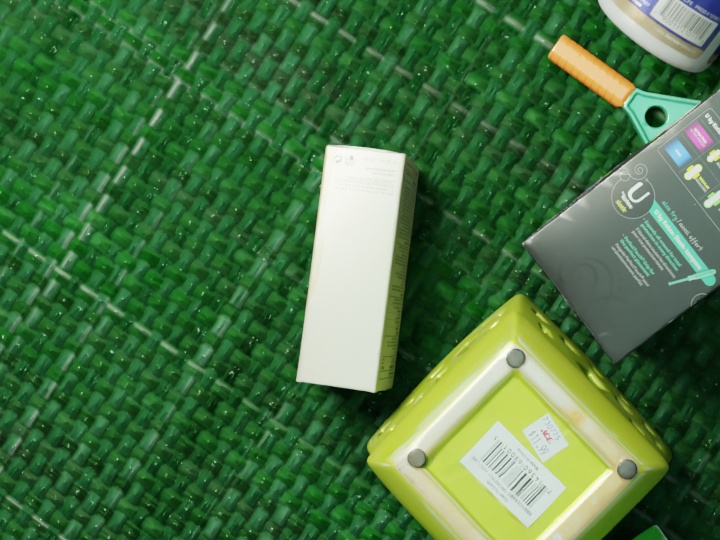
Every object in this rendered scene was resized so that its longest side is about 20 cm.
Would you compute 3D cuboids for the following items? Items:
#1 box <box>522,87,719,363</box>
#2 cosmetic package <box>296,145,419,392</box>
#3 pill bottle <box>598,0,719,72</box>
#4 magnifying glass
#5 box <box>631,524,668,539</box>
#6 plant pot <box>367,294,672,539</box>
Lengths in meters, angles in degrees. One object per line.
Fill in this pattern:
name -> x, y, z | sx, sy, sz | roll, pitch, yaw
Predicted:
box -> 0.252, -0.040, 1.077 | 0.200, 0.148, 0.125 | -39, 85, 13
cosmetic package -> 0.000, 0.000, 1.150 | 0.072, 0.104, 0.202 | 8, 88, 10
pill bottle -> 0.293, -0.272, 1.078 | 0.116, 0.116, 0.201 | 39, 117, 8
magnifying glass -> 0.251, -0.138, 1.158 | 0.199, 0.022, 0.080 | 37, 94, 9
box -> 0.209, 0.339, 1.071 | 0.199, 0.097, 0.177 | -33, 113, 2
plant pot -> 0.127, 0.152, 1.085 | 0.199, 0.181, 0.200 | -45, 83, 4
